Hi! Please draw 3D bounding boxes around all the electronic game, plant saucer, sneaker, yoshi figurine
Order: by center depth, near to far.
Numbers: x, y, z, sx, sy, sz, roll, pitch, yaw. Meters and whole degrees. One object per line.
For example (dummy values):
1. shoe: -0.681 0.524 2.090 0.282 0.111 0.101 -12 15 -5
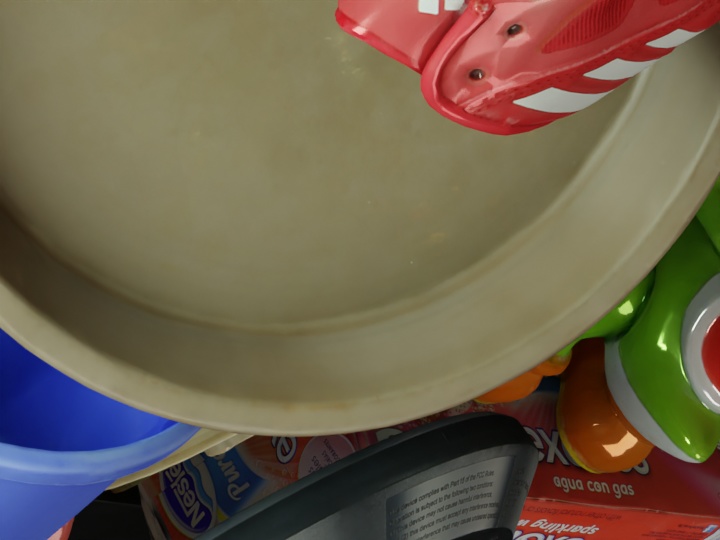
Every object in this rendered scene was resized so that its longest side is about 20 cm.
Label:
1. sneaker: 0.044 -0.078 0.505 0.115 0.078 0.200 -40 155 0
2. plant saucer: -0.008 -0.066 0.591 0.200 0.201 0.029 -9 -164 -18
3. electronic game: -0.038 0.099 0.798 0.200 0.042 0.200 -30 166 -9
4. yoshi figurine: 0.121 -0.022 0.859 0.200 0.112 0.112 -27 -179 39

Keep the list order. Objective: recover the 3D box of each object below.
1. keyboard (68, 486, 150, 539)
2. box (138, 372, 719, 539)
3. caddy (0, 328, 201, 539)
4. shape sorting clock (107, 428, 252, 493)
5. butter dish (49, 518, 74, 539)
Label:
1. keyboard: -0.112 0.072 0.997 0.127 0.021 0.200 -24 158 34
2. box: 0.029 0.056 0.955 0.200 0.096 0.100 10 144 -45
3. caddy: -0.118 -0.012 0.624 0.200 0.142 0.105 13 138 -34
4. shape sorting clock: 0.000 0.000 0.767 0.200 0.039 0.200 -36 -172 6
5. butter dish: -0.185 0.152 0.873 0.199 0.148 0.200 16 114 -33
